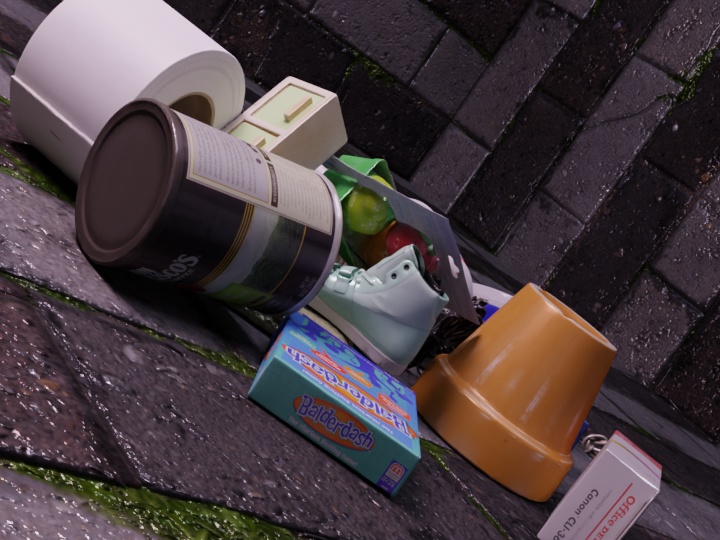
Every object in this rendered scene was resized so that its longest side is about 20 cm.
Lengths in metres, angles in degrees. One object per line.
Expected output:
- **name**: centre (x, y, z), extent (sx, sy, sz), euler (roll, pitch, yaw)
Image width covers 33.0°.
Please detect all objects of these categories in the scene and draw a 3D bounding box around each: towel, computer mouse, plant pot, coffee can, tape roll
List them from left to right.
- **tape roll**: centre (-0.232, -0.171, 1.232), extent (0.139, 0.204, 0.202), euler (38, 9, 19)
- **coffee can**: centre (-0.134, -0.052, 1.098), extent (0.199, 0.148, 0.146), euler (20, 17, -43)
- **towel**: centre (-0.090, 0.031, 1.272), extent (0.199, 0.037, 0.148), euler (36, 9, -4)
- **computer mouse**: centre (0.154, 0.119, 1.503), extent (0.200, 0.138, 0.053), euler (43, 29, -19)
- **plant pot**: centre (0.185, 0.124, 1.373), extent (0.199, 0.184, 0.200), euler (35, 9, -6)

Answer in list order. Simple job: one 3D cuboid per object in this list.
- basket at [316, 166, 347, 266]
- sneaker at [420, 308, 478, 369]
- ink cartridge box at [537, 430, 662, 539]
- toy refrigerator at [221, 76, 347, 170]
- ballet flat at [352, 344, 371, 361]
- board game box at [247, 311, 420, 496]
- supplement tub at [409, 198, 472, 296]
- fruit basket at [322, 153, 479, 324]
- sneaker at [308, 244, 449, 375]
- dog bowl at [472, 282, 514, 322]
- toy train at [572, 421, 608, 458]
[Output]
- **basket**: centre (-0.061, -0.059, 1.539), extent (0.123, 0.136, 0.200), euler (32, 10, -39)
- **sneaker**: centre (0.082, 0.059, 1.558), extent (0.198, 0.115, 0.076), euler (32, 7, -16)
- **ink cartridge box**: centre (0.244, 0.236, 1.233), extent (0.067, 0.117, 0.200), euler (38, 8, 12)
- **toy refrigerator**: centre (-0.109, -0.116, 1.263), extent (0.075, 0.200, 0.071), euler (26, -34, 36)
- **ballet flat**: centre (-0.036, 0.028, 1.395), extent (0.199, 0.068, 0.068), euler (38, 1, 9)
- **board game box**: centre (-0.019, 0.111, 1.096), extent (0.151, 0.045, 0.200), euler (35, 9, -5)
- **supplement tub**: centre (0.071, -0.005, 1.679), extent (0.139, 0.141, 0.201), euler (32, 18, -21)
- **fruit basket**: centre (0.044, -0.042, 1.333), extent (0.198, 0.094, 0.186), euler (24, -27, 34)
- **sneaker**: centre (0.000, 0.000, 1.270), extent (0.200, 0.119, 0.074), euler (40, 12, 5)
- **dog bowl**: centre (0.203, 0.098, 1.717), extent (0.198, 0.080, 0.200), euler (26, -11, 6)
- **toy train**: centre (0.266, 0.212, 1.615), extent (0.199, 0.085, 0.116), euler (37, -5, 6)
